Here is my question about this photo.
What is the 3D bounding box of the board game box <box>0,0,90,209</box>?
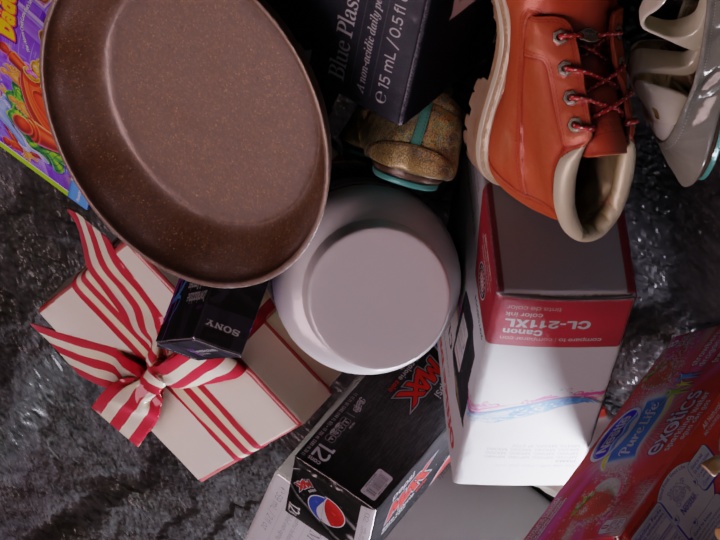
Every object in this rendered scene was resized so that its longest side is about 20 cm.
[{"bbox_3d":[-0.213,-0.146,1.906,0.134,0.045,0.200,36,147,11],"label":"board game box"}]

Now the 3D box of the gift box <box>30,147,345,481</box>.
[{"bbox_3d":[-0.099,0.012,1.834,0.200,0.187,0.185,43,148,-3],"label":"gift box"}]

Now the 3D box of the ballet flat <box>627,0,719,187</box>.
[{"bbox_3d":[0.173,-0.121,1.489,0.063,0.068,0.200,3,142,-9],"label":"ballet flat"}]

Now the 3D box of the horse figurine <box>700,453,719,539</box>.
[{"bbox_3d":[0.231,0.123,1.520,0.050,0.132,0.200,42,150,29],"label":"horse figurine"}]

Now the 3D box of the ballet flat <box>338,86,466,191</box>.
[{"bbox_3d":[0.029,-0.085,1.625,0.071,0.071,0.200,47,180,-7],"label":"ballet flat"}]

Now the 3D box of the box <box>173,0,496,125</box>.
[{"bbox_3d":[-0.012,-0.218,1.503,0.200,0.117,0.197,30,133,20],"label":"box"}]

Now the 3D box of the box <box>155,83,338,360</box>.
[{"bbox_3d":[-0.062,-0.044,1.653,0.036,0.201,0.143,23,173,-10],"label":"box"}]

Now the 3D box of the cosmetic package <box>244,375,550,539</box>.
[{"bbox_3d":[0.029,0.207,1.988,0.200,0.123,0.200,36,148,8],"label":"cosmetic package"}]

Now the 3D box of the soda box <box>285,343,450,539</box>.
[{"bbox_3d":[0.037,0.085,1.759,0.063,0.200,0.071,33,147,16],"label":"soda box"}]

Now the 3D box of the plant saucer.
[{"bbox_3d":[-0.089,-0.089,1.536,0.200,0.037,0.201,19,124,31],"label":"plant saucer"}]

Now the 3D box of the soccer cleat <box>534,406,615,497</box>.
[{"bbox_3d":[0.112,0.109,1.840,0.200,0.069,0.078,30,152,32],"label":"soccer cleat"}]

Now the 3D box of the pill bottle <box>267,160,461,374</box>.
[{"bbox_3d":[0.000,0.000,1.654,0.111,0.111,0.200,49,-179,-10],"label":"pill bottle"}]

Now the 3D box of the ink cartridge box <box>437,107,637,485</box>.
[{"bbox_3d":[0.098,0.016,1.650,0.083,0.146,0.200,0,144,-7],"label":"ink cartridge box"}]

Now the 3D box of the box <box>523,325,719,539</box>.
[{"bbox_3d":[0.194,0.129,1.640,0.095,0.200,0.100,-16,117,51],"label":"box"}]

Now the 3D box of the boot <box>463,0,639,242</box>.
[{"bbox_3d":[0.117,-0.113,1.481,0.107,0.075,0.201,51,143,46],"label":"boot"}]
